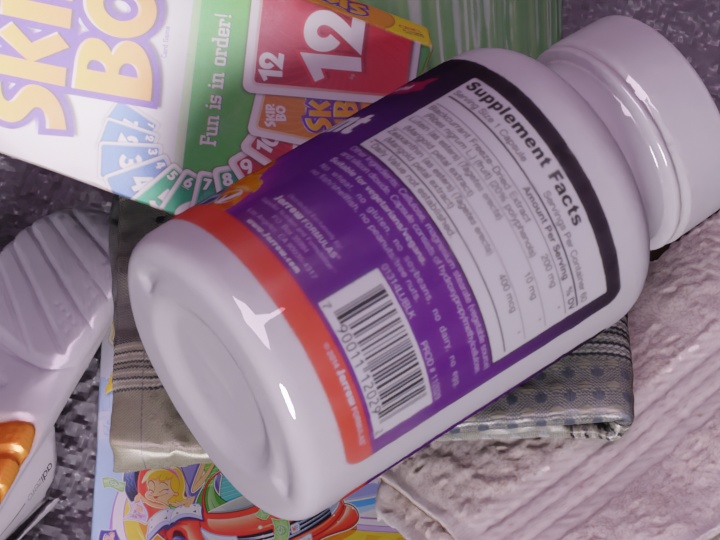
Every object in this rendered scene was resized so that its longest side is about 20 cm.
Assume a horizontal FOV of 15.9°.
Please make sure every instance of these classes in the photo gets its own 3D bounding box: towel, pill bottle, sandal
[{"bbox_3d":[0.108,0.057,0.945,0.200,0.035,0.133,-38,42,-8],"label":"towel"},{"bbox_3d":[0.000,0.000,0.989,0.199,0.035,0.193,-4,47,1],"label":"towel"},{"bbox_3d":[0.029,-0.009,0.894,0.200,0.112,0.111,-31,67,-22],"label":"pill bottle"},{"bbox_3d":[-0.145,0.069,1.010,0.079,0.059,0.207,22,64,30],"label":"sandal"}]

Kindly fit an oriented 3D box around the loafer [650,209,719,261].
[{"bbox_3d":[0.181,-0.036,1.043,0.200,0.071,0.073,-33,67,-13],"label":"loafer"}]

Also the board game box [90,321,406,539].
[{"bbox_3d":[-0.004,0.075,1.018,0.199,0.034,0.135,-1,64,2],"label":"board game box"}]

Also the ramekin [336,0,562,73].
[{"bbox_3d":[-0.012,-0.124,1.028,0.199,0.200,0.098,-7,106,-1],"label":"ramekin"}]

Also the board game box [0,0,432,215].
[{"bbox_3d":[-0.083,-0.077,0.927,0.199,0.030,0.096,20,110,-10],"label":"board game box"}]
